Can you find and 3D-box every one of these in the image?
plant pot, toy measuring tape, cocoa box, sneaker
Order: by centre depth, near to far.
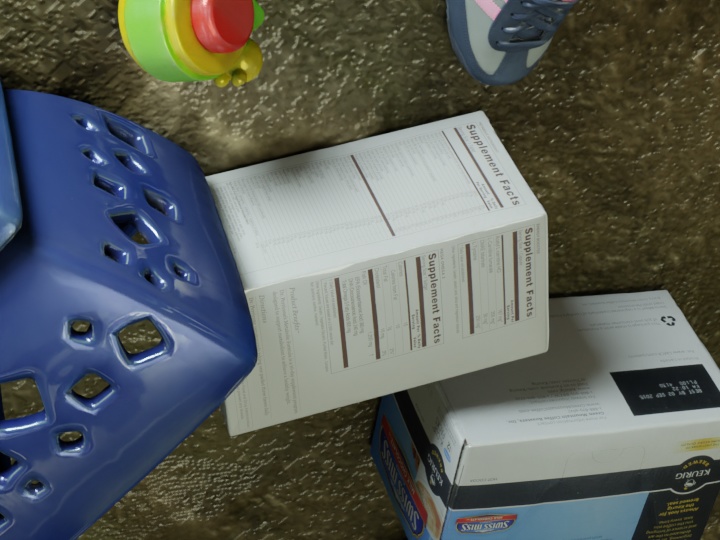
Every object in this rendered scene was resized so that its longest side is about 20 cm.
[{"bbox_3d":[-0.111,-0.153,1.016,0.073,0.074,0.200,-35,135,9],"label":"toy measuring tape"},{"bbox_3d":[-0.195,0.011,1.046,0.200,0.200,0.180,-43,125,17],"label":"plant pot"},{"bbox_3d":[0.096,-0.161,1.080,0.070,0.082,0.200,-14,143,-18],"label":"sneaker"},{"bbox_3d":[0.125,0.108,1.297,0.199,0.134,0.132,-4,131,-19],"label":"cocoa box"}]

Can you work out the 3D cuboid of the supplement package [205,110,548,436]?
[{"bbox_3d":[0.000,0.000,1.167,0.199,0.114,0.110,-14,131,-10],"label":"supplement package"}]
